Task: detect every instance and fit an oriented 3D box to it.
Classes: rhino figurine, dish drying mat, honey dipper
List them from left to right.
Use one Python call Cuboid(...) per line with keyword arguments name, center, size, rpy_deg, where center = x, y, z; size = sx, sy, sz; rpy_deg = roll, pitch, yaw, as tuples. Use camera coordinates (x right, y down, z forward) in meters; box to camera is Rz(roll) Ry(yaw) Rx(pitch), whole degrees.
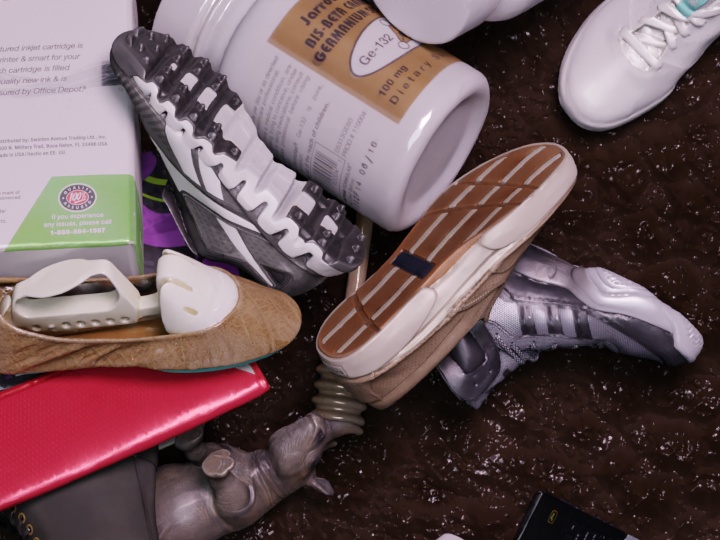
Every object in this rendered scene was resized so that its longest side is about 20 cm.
Cuboid(name="dish drying mat", center=(-0.159, 0.083, 1.223), size=(0.199, 0.018, 0.077), rpy_deg=(-22, 59, -14))
Cuboid(name="rhino figurine", center=(-0.092, 0.137, 1.304), size=(0.199, 0.088, 0.060), rpy_deg=(-22, 50, -3))
Cuboid(name="honey dipper", center=(0.000, 0.000, 1.333), size=(0.038, 0.038, 0.202), rpy_deg=(9, 84, -1))

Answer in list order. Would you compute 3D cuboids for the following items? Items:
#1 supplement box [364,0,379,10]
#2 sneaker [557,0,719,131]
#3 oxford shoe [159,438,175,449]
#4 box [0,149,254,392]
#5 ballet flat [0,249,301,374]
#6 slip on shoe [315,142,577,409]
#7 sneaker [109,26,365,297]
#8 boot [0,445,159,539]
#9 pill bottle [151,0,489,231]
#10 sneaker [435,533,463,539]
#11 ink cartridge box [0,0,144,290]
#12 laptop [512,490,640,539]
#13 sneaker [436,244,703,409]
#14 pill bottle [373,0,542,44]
Cuboid(name="supplement box", center=(0.001, -0.285, 1.322), size=(0.125, 0.074, 0.201), rpy_deg=(24, 88, 0))
Cuboid(name="sneaker", center=(0.210, -0.171, 1.317), size=(0.200, 0.088, 0.075), rpy_deg=(-41, 91, -2))
Cuboid(name="oxford shoe", center=(-0.192, 0.087, 1.312), size=(0.198, 0.058, 0.076), rpy_deg=(-1, 86, -3))
Cuboid(name="box", center=(-0.168, 0.002, 1.297), size=(0.198, 0.036, 0.144), rpy_deg=(-13, 68, -5))
Cuboid(name="ballet flat", center=(-0.136, 0.021, 1.210), size=(0.198, 0.073, 0.068), rpy_deg=(-2, 47, 3))
Cuboid(name="slip on shoe", center=(0.062, 0.004, 1.259), size=(0.200, 0.076, 0.061), rpy_deg=(-45, 123, -11))
Cuboid(name="sneaker", center=(-0.093, -0.055, 1.240), size=(0.200, 0.067, 0.090), rpy_deg=(46, 123, -11))
Cuboid(name="boot", center=(-0.215, 0.147, 1.228), size=(0.198, 0.078, 0.139), rpy_deg=(-17, 52, 5))
Cuboid(name="pill bottle", center=(-0.028, -0.122, 1.284), size=(0.199, 0.114, 0.115), rpy_deg=(33, 87, 16))
Cuboid(name="sneaker", center=(-0.002, 0.237, 1.309), size=(0.199, 0.080, 0.071), rpy_deg=(-32, 97, 17))
Cuboid(name="ink cartridge box", center=(-0.210, -0.085, 1.271), size=(0.144, 0.084, 0.201), rpy_deg=(-3, 64, -2))
Cuboid(name="laptop", center=(0.154, 0.258, 1.290), size=(0.103, 0.200, 0.178), rpy_deg=(24, 86, 36))
Cuboid(name="sneaker", center=(0.114, 0.044, 1.315), size=(0.199, 0.075, 0.115), rpy_deg=(24, 88, 5))
Cuboid(name="pill bottle", center=(0.098, -0.225, 1.264), size=(0.199, 0.113, 0.114), rpy_deg=(-34, 89, -33))
